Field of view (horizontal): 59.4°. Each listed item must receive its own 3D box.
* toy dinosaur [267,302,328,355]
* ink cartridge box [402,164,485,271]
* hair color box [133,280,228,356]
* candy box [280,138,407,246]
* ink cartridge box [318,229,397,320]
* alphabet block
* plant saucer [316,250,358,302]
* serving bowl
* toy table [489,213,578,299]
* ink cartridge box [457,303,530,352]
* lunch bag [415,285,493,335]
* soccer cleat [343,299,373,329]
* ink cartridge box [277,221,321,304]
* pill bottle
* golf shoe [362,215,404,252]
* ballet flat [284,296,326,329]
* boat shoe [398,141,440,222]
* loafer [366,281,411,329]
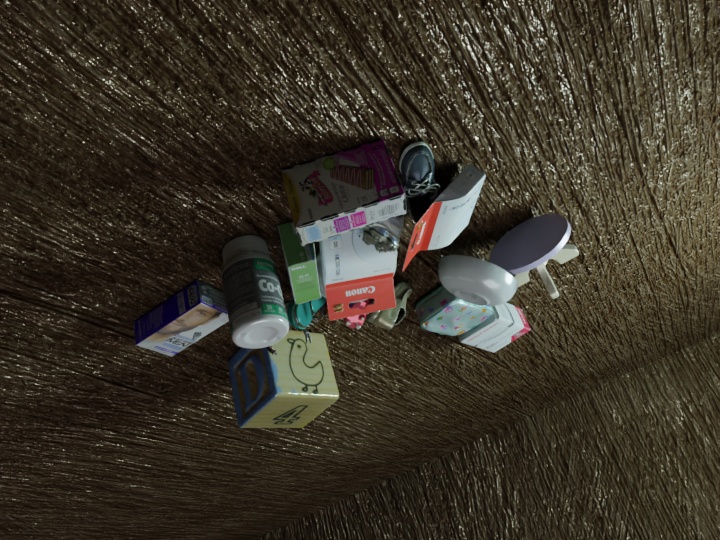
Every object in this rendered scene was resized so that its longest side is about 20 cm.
[{"bbox_3d":[-0.163,0.113,1.496,0.182,0.105,0.199,-49,127,5],"label":"toy dinosaur"},{"bbox_3d":[0.166,-0.094,1.264,0.200,0.047,0.161,-48,163,-29],"label":"ink cartridge box"},{"bbox_3d":[-0.388,0.109,1.387,0.198,0.066,0.109,-32,146,19],"label":"hair color box"},{"bbox_3d":[-0.031,-0.140,1.116,0.196,0.138,0.061,-18,148,-1],"label":"candy box"},{"bbox_3d":[0.000,0.000,1.324,0.157,0.047,0.204,-10,104,-15],"label":"ink cartridge box"},{"bbox_3d":[-0.202,0.282,1.633,0.198,0.198,0.196,10,141,-40],"label":"alphabet block"},{"bbox_3d":[-0.010,0.010,1.398,0.196,0.051,0.203,-9,133,-9],"label":"plant saucer"},{"bbox_3d":[0.274,0.036,1.518,0.197,0.067,0.200,21,164,6],"label":"serving bowl"},{"bbox_3d":[0.419,-0.033,1.502,0.197,0.186,0.117,-21,135,27],"label":"toy table"},{"bbox_3d":[0.384,0.159,1.857,0.145,0.085,0.198,-36,144,28],"label":"ink cartridge box"},{"bbox_3d":[0.259,0.103,1.709,0.198,0.078,0.160,15,134,-43],"label":"lunch bag"},{"bbox_3d":[0.015,0.051,1.524,0.066,0.077,0.202,20,117,-18],"label":"soccer cleat"},{"bbox_3d":[-0.124,-0.030,1.269,0.058,0.105,0.201,-13,149,-7],"label":"ink cartridge box"},{"bbox_3d":[-0.212,0.039,1.237,0.111,0.203,0.114,-13,150,-8],"label":"pill bottle"},{"bbox_3d":[0.010,-0.124,1.242,0.199,0.098,0.078,40,157,-33],"label":"golf shoe"},{"bbox_3d":[-0.135,0.085,1.406,0.069,0.069,0.200,-10,-168,17],"label":"ballet flat"},{"bbox_3d":[0.113,-0.164,1.226,0.073,0.063,0.201,-12,148,-7],"label":"boat shoe"},{"bbox_3d":[0.079,0.092,1.525,0.076,0.068,0.200,-53,172,33],"label":"loafer"}]
